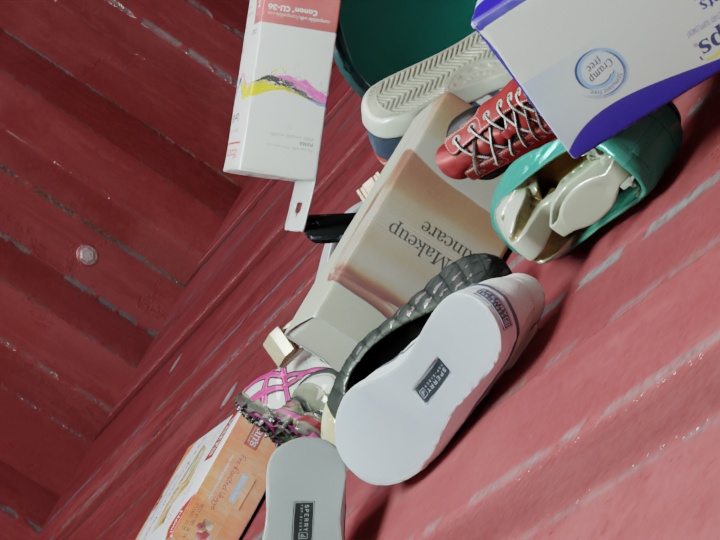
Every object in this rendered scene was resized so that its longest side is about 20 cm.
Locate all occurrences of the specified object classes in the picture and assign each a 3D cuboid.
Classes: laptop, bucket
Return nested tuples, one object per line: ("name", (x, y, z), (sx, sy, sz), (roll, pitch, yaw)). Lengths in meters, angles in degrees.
("laptop", (0.048, -0.085, 1.916), (0.177, 0.199, 0.104), (-129, 36, -82))
("bucket", (0.067, -0.220, 1.981), (0.208, 0.207, 0.135), (-58, 8, -7))

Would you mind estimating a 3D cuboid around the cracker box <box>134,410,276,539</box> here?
("cracker box", (-0.138, 0.207, 2.058), (0.134, 0.058, 0.200), (-61, 9, -23))

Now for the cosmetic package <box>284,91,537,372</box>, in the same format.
("cosmetic package", (0.044, -0.015, 1.683), (0.200, 0.103, 0.087), (-61, 8, -17))

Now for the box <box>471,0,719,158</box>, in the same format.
("box", (0.176, -0.186, 1.352), (0.184, 0.105, 0.200), (-32, 19, 23))

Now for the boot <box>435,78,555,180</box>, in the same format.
("boot", (0.114, -0.101, 1.560), (0.144, 0.073, 0.200), (-34, 4, 8))

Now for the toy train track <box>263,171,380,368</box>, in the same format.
("toy train track", (0.000, 0.000, 1.770), (0.200, 0.115, 0.033), (-42, -23, 14))

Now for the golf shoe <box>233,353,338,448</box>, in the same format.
("golf shoe", (-0.036, 0.102, 1.836), (0.092, 0.073, 0.200), (-50, 16, -13))

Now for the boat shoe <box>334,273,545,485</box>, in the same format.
("boat shoe", (0.053, 0.066, 1.476), (0.070, 0.071, 0.200), (-27, -20, -43))

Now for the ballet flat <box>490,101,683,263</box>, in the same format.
("ballet flat", (0.123, -0.044, 1.424), (0.070, 0.067, 0.200), (-51, 5, -34))

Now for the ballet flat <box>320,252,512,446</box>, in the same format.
("ballet flat", (0.030, 0.060, 1.570), (0.200, 0.066, 0.057), (-50, -7, 30))

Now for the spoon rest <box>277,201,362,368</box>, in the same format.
("spoon rest", (-0.023, 0.013, 2.122), (0.200, 0.061, 0.099), (-56, 8, -3))

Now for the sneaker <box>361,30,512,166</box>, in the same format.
("sneaker", (0.097, -0.132, 1.806), (0.199, 0.085, 0.075), (-22, 42, -9))

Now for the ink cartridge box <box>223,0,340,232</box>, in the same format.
("ink cartridge box", (-0.067, -0.135, 1.913), (0.116, 0.067, 0.201), (-172, 90, -81))

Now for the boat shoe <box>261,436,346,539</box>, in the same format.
("boat shoe", (-0.038, 0.198, 1.497), (0.200, 0.070, 0.064), (-79, -11, -49))
